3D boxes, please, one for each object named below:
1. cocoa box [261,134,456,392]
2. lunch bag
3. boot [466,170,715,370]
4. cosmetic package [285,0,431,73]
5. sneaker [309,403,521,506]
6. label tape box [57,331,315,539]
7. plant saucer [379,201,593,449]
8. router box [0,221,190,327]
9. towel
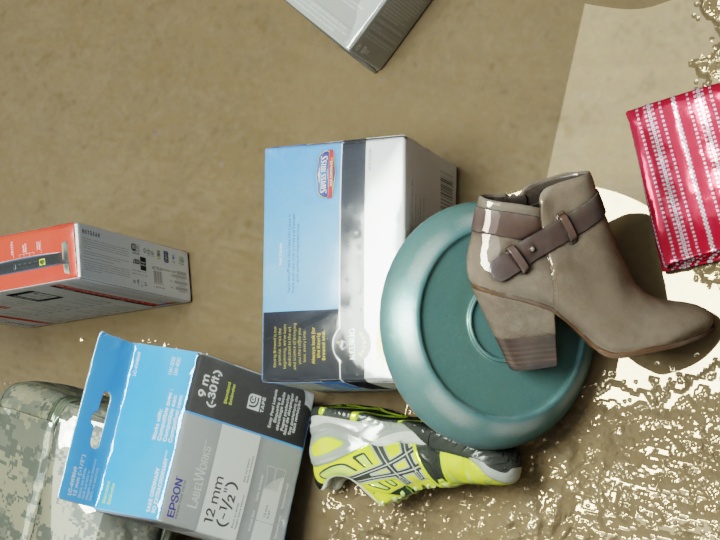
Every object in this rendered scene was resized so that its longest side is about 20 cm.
[{"bbox_3d":[0.000,0.000,1.464,0.130,0.133,0.202,-3,82,22],"label":"cocoa box"},{"bbox_3d":[-0.237,0.210,1.530,0.167,0.139,0.202,13,88,23],"label":"lunch bag"},{"bbox_3d":[0.181,-0.005,1.370,0.198,0.070,0.148,-10,101,-14],"label":"boot"},{"bbox_3d":[0.026,-0.290,1.521,0.107,0.090,0.200,42,96,21],"label":"cosmetic package"},{"bbox_3d":[0.046,0.162,1.463,0.199,0.075,0.077,7,93,34],"label":"sneaker"},{"bbox_3d":[-0.142,0.146,1.455,0.066,0.199,0.144,-1,72,47],"label":"label tape box"},{"bbox_3d":[0.110,0.043,1.397,0.027,0.199,0.202,-14,73,63],"label":"plant saucer"},{"bbox_3d":[-0.275,0.008,1.540,0.178,0.200,0.049,-9,80,21],"label":"router box"},{"bbox_3d":[0.324,-0.090,1.404,0.199,0.022,0.146,-15,76,20],"label":"towel"}]
